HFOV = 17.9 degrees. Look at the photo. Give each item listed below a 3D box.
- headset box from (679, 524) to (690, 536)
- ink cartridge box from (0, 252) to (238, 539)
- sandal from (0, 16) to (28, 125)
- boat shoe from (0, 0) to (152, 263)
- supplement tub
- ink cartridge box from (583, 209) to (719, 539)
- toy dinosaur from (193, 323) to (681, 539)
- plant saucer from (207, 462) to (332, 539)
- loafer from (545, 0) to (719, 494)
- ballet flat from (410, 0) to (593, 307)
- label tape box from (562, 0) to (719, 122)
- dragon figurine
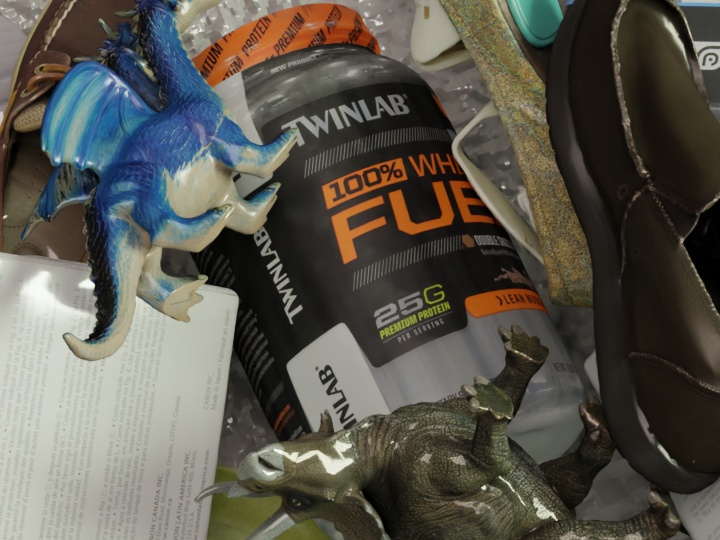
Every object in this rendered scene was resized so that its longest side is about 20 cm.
[{"bbox_3d":[0.215,0.030,0.866,0.075,0.199,0.150,25,69,-34],"label":"headset box"},{"bbox_3d":[-0.144,0.072,0.844,0.199,0.050,0.162,10,87,-36],"label":"ink cartridge box"},{"bbox_3d":[-0.163,-0.008,0.976,0.079,0.059,0.208,-9,78,-23],"label":"sandal"},{"bbox_3d":[-0.116,-0.051,0.934,0.072,0.072,0.201,26,67,-12],"label":"boat shoe"},{"bbox_3d":[0.000,0.000,0.930,0.122,0.123,0.201,-25,71,-4],"label":"supplement tub"},{"bbox_3d":[0.179,0.042,0.806,0.163,0.050,0.200,-52,40,20],"label":"ink cartridge box"},{"bbox_3d":[0.052,0.089,0.823,0.199,0.102,0.077,32,30,-12],"label":"toy dinosaur"},{"bbox_3d":[-0.083,0.177,0.925,0.198,0.031,0.202,-1,72,4],"label":"plant saucer"},{"bbox_3d":[0.121,-0.021,0.824,0.071,0.073,0.202,-27,59,37],"label":"loafer"},{"bbox_3d":[0.057,-0.076,0.894,0.070,0.071,0.201,-27,94,-5],"label":"ballet flat"},{"bbox_3d":[0.189,-0.109,0.950,0.198,0.063,0.145,4,60,19],"label":"label tape box"},{"bbox_3d":[-0.089,-0.036,0.837,0.099,0.059,0.200,29,47,7],"label":"dragon figurine"}]
